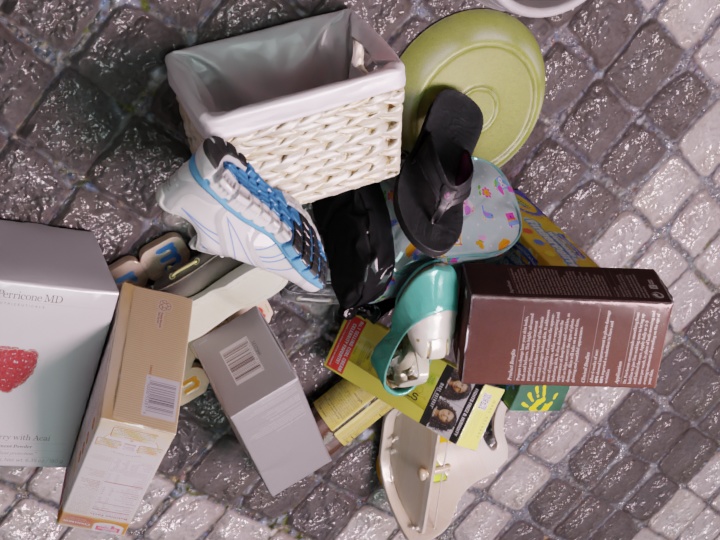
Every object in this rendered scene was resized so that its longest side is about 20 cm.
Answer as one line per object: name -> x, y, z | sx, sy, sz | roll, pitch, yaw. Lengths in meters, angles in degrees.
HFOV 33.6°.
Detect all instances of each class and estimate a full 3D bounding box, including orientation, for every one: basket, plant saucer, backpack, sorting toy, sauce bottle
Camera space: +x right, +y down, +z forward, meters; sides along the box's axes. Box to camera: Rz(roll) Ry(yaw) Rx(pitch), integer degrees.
basket -> -0.068, -0.145, 1.121 | 0.197, 0.136, 0.125 | -17, 131, -16
plant saucer -> 0.116, -0.174, 1.262 | 0.197, 0.031, 0.202 | -14, 126, -20
backpack -> 0.063, -0.042, 1.219 | 0.198, 0.169, 0.126 | -3, 165, -30
sorting toy -> 0.120, 0.208, 1.476 | 0.178, 0.107, 0.202 | -13, 125, -29
sauce bottle -> -0.031, 0.173, 1.389 | 0.199, 0.065, 0.065 | -37, 130, 0

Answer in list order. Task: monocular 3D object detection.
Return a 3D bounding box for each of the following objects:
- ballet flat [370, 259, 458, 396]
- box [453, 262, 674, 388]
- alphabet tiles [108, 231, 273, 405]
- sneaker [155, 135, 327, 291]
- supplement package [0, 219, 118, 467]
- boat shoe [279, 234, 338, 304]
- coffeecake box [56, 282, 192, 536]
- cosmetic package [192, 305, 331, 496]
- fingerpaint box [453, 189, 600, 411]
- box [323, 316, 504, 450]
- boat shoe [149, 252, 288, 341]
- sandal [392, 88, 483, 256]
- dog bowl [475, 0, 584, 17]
ballet flat -> 0.062, 0.068, 1.192 | 0.066, 0.071, 0.201 | -12, 153, -22
box -> 0.194, 0.054, 1.170 | 0.197, 0.075, 0.101 | 2, 118, -6
alphabet tiles -> -0.195, 0.055, 1.258 | 0.194, 0.015, 0.201 | -30, 129, -7
sneaker -> -0.104, -0.037, 1.061 | 0.086, 0.076, 0.200 | -29, 134, 19
supplement package -> -0.321, 0.070, 1.134 | 0.120, 0.120, 0.202 | 7, 117, -30
boat shoe -> 0.000, 0.000, 1.300 | 0.197, 0.073, 0.071 | 2, 138, -26
coffeecake box -> -0.229, 0.137, 1.152 | 0.072, 0.155, 0.201 | 15, 138, -17
cosmetic package -> -0.102, 0.144, 1.275 | 0.089, 0.107, 0.201 | -30, 148, -7
fingerpaint box -> 0.169, 0.028, 1.311 | 0.072, 0.200, 0.169 | 3, 120, -28
box -> 0.056, 0.117, 1.300 | 0.050, 0.199, 0.076 | 25, 93, -53
boat shoe -> -0.165, 0.020, 1.199 | 0.200, 0.061, 0.072 | -26, 146, 14
sandal -> 0.080, -0.105, 1.154 | 0.075, 0.202, 0.048 | 24, 144, -13
dog bowl -> 0.179, -0.342, 1.168 | 0.197, 0.059, 0.202 | -14, 125, -20
